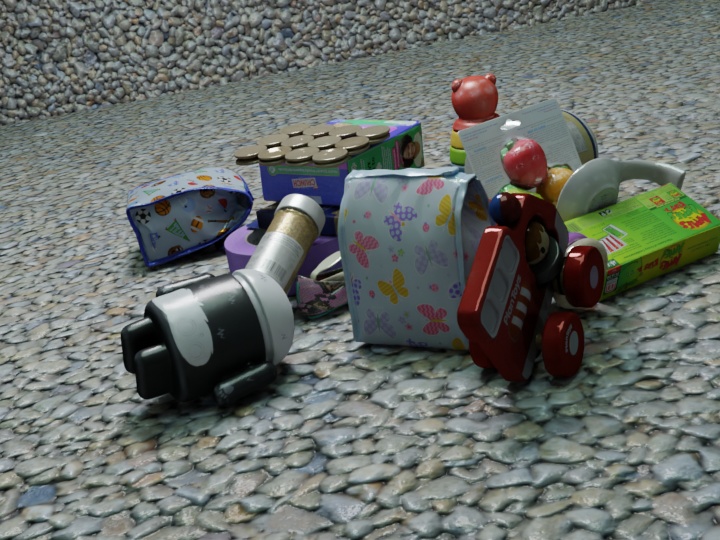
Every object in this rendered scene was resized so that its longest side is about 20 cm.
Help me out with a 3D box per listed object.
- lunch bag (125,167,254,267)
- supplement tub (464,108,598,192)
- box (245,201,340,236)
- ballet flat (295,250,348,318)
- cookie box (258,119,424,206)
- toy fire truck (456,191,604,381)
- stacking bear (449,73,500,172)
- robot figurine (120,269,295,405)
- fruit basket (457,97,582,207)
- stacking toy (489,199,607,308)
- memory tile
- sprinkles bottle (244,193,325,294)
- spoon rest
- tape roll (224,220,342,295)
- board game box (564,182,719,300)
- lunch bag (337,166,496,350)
[{"bbox_3d":[-0.275,-0.098,1.766,0.197,0.126,0.170,-21,20,-7],"label":"lunch bag"},{"bbox_3d":[0.253,-0.160,1.590,0.143,0.147,0.199,4,15,35],"label":"supplement tub"},{"bbox_3d":[-0.066,-0.089,1.573,0.198,0.033,0.121,5,24,39],"label":"box"},{"bbox_3d":[0.000,0.000,1.424,0.198,0.072,0.069,-21,23,-28],"label":"ballet flat"},{"bbox_3d":[-0.026,-0.164,1.596,0.169,0.076,0.199,7,26,35],"label":"cookie box"},{"bbox_3d":[0.168,0.009,1.116,0.111,0.168,0.202,4,59,34],"label":"toy fire truck"},{"bbox_3d":[0.191,-0.211,1.716,0.119,0.203,0.114,-9,19,1],"label":"stacking bear"},{"bbox_3d":[-0.172,0.076,1.229,0.198,0.152,0.124,-20,0,-25],"label":"robot figurine"},{"bbox_3d":[0.229,-0.113,1.434,0.183,0.202,0.094,-23,-5,-30],"label":"fruit basket"},{"bbox_3d":[0.199,-0.033,1.289,0.084,0.087,0.199,-21,37,-30],"label":"stacking toy"},{"bbox_3d":[-0.069,-0.177,1.519,0.198,0.017,0.153,7,28,37],"label":"memory tile"},{"bbox_3d":[-0.111,-0.009,1.402,0.067,0.069,0.202,1,47,29],"label":"sprinkles bottle"},{"bbox_3d":[0.330,-0.107,1.395,0.197,0.101,0.061,-13,39,-28],"label":"spoon rest"},{"bbox_3d":[-0.097,-0.029,1.566,0.197,0.067,0.201,-10,20,4],"label":"tape roll"},{"bbox_3d":[0.345,-0.039,1.340,0.198,0.048,0.102,-20,44,-24],"label":"board game box"},{"bbox_3d":[0.072,-0.021,1.251,0.167,0.203,0.127,0,22,29],"label":"lunch bag"}]
